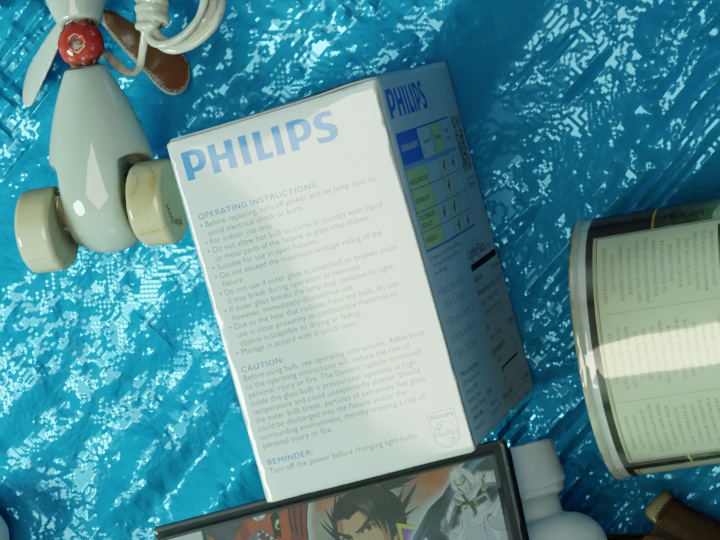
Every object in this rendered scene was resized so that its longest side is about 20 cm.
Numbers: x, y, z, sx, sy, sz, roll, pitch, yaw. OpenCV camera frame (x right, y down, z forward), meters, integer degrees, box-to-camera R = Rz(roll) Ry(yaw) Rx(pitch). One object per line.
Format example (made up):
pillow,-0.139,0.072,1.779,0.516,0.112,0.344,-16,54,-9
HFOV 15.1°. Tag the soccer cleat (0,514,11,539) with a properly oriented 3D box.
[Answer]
soccer cleat,-0.286,0.223,1.655,0.070,0.086,0.201,35,105,6

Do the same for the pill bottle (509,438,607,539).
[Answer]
pill bottle,0.093,0.200,1.488,0.112,0.113,0.201,-18,83,15

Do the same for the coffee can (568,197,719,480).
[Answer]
coffee can,0.225,0.028,1.470,0.199,0.146,0.147,-9,96,15

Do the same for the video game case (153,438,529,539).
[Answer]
video game case,-0.001,0.198,1.421,0.199,0.026,0.182,-15,65,8

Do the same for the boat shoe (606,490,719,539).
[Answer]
boat shoe,0.180,0.163,1.541,0.201,0.075,0.075,-11,90,15

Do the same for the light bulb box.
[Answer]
light bulb box,0.000,0.000,1.493,0.124,0.198,0.201,-15,93,14

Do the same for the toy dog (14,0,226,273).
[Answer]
toy dog,-0.146,-0.091,1.585,0.131,0.096,0.201,13,87,14
